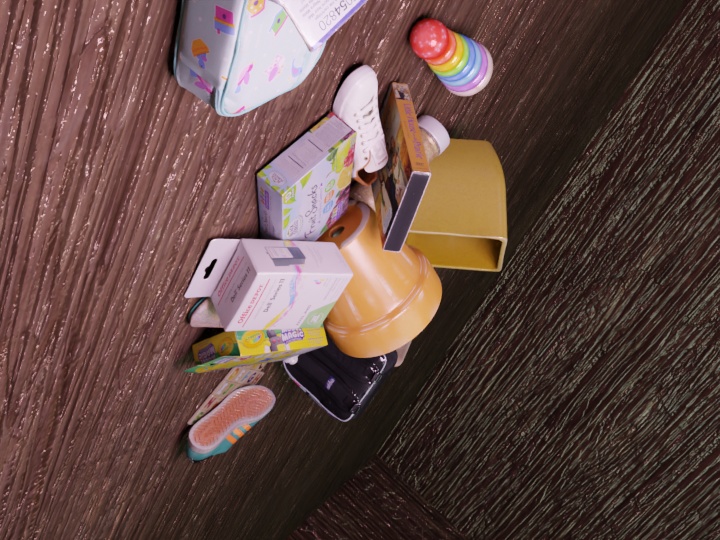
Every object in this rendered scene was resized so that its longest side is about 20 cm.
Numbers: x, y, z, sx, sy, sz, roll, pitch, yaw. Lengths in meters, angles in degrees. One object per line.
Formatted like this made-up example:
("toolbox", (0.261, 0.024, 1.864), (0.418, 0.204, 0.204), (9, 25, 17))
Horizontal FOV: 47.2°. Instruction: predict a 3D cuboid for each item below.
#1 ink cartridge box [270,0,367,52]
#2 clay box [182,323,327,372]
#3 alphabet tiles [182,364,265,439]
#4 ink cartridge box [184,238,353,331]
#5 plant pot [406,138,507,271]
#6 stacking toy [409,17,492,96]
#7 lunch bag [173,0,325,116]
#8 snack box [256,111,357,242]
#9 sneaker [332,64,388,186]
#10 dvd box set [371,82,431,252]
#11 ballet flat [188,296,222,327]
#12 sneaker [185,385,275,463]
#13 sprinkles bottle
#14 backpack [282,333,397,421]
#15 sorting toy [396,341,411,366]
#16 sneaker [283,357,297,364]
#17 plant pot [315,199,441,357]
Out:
("ink cartridge box", (-0.031, -0.307, 0.619), (0.200, 0.040, 0.201), (-47, 128, -14))
("clay box", (-0.161, 0.113, 1.239), (0.114, 0.048, 0.199), (-23, 165, 41))
("alphabet tiles", (-0.244, 0.233, 1.519), (0.200, 0.006, 0.166), (-50, 164, -2))
("ink cartridge box", (-0.123, 0.021, 1.114), (0.198, 0.068, 0.118), (1, 135, -39))
("plant pot", (0.169, -0.127, 1.497), (0.194, 0.193, 0.202), (70, 25, -72))
("stacking toy", (0.127, -0.315, 1.187), (0.086, 0.085, 0.200), (-54, 160, 13))
("lunch bag", (-0.081, -0.247, 0.739), (0.160, 0.077, 0.201), (-35, 158, -44))
("snack box", (-0.075, -0.105, 1.133), (0.142, 0.053, 0.201), (-43, 163, -22))
("sneaker", (0.011, -0.192, 1.120), (0.073, 0.085, 0.201), (-41, 161, -23))
("dvd box set", (0.050, -0.148, 1.166), (0.029, 0.201, 0.147), (6, 136, -15))
("ballet flat", (-0.160, 0.041, 1.200), (0.200, 0.067, 0.068), (-36, 157, -43))
("sneaker", (-0.242, 0.281, 1.508), (0.199, 0.071, 0.080), (-29, 159, -42))
("sprinkles bottle", (0.059, -0.166, 1.346), (0.200, 0.068, 0.068), (-46, 164, -16))
("backpack", (-0.043, 0.166, 1.581), (0.178, 0.199, 0.150), (-57, 168, 12))
("sorting toy", (0.019, 0.105, 1.668), (0.201, 0.183, 0.037), (106, 6, -53))
("sneaker", (-0.136, 0.110, 1.434), (0.082, 0.075, 0.200), (-58, 166, -7))
("plant pot", (0.000, 0.000, 1.279), (0.200, 0.199, 0.184), (-46, 125, -17))
